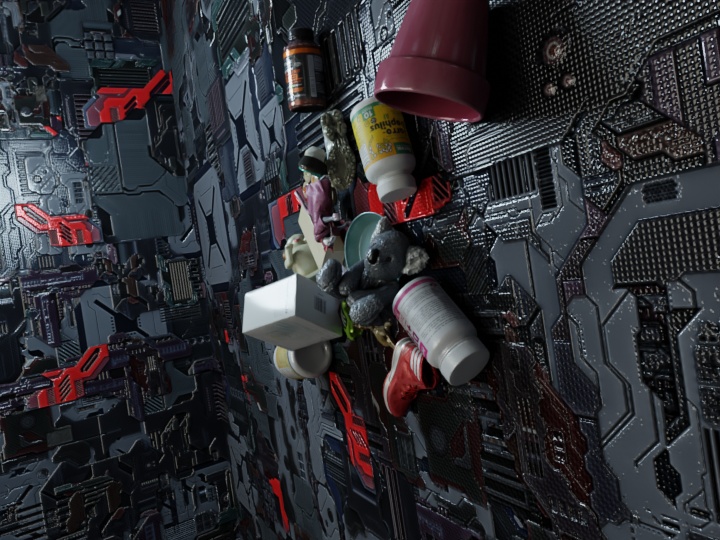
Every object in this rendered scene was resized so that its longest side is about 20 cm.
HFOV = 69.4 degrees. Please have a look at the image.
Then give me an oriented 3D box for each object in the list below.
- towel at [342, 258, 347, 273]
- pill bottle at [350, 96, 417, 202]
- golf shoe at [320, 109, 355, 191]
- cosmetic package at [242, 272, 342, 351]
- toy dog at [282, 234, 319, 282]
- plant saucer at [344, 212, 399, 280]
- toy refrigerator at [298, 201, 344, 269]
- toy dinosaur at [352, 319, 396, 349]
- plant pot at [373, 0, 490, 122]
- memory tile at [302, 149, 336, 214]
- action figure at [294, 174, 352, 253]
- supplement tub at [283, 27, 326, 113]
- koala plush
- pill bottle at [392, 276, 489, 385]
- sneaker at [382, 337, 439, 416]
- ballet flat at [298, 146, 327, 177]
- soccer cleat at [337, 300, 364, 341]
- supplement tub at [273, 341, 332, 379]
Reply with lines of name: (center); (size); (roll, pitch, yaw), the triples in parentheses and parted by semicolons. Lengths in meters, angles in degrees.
towel: (0.000, 0.000, 1.357); (0.200, 0.023, 0.150); (-41, 63, 56)
pill bottle: (0.054, -0.253, 1.101); (0.112, 0.111, 0.204); (-32, 69, 58)
golf shoe: (-0.057, -0.308, 1.349); (0.097, 0.077, 0.205); (-137, 40, -83)
cosmetic package: (-0.184, 0.123, 1.431); (0.197, 0.198, 0.125); (-19, 58, 32)
toy dog: (-0.153, -0.025, 1.539); (0.201, 0.138, 0.195); (56, 178, 34)
plant saucer: (0.038, -0.038, 1.239); (0.198, 0.036, 0.205); (15, 110, 46)
toy refrigerator: (-0.106, -0.098, 1.438); (0.202, 0.069, 0.077); (63, 148, 36)
toy dinosaur: (0.059, 0.157, 1.284); (0.199, 0.058, 0.102); (37, 146, 36)
plant pot: (0.133, -0.364, 0.874); (0.199, 0.197, 0.183); (23, 102, 56)
memory tile: (-0.121, -0.250, 1.510); (0.200, 0.017, 0.156); (48, 137, 45)
action figure: (-0.105, -0.138, 1.347); (0.134, 0.146, 0.204); (49, -147, -67)
supplement tub: (-0.151, -0.534, 1.394); (0.106, 0.105, 0.205); (5, 102, 60)
koala plush: (0.041, -0.003, 1.124); (0.177, 0.183, 0.202); (40, 105, 32)
pill bottle: (0.156, 0.116, 1.020); (0.201, 0.111, 0.115); (54, 141, 39)
sneaker: (0.114, 0.266, 1.176); (0.115, 0.077, 0.204); (36, 129, 53)
ballet flat: (-0.119, -0.283, 1.347); (0.200, 0.067, 0.070); (-76, 2, -82)
soccer cleat: (-0.033, 0.098, 1.372); (0.081, 0.067, 0.203); (38, 144, 43)
supplement tub: (-0.187, 0.268, 1.641); (0.199, 0.142, 0.148); (-24, 77, 60)
